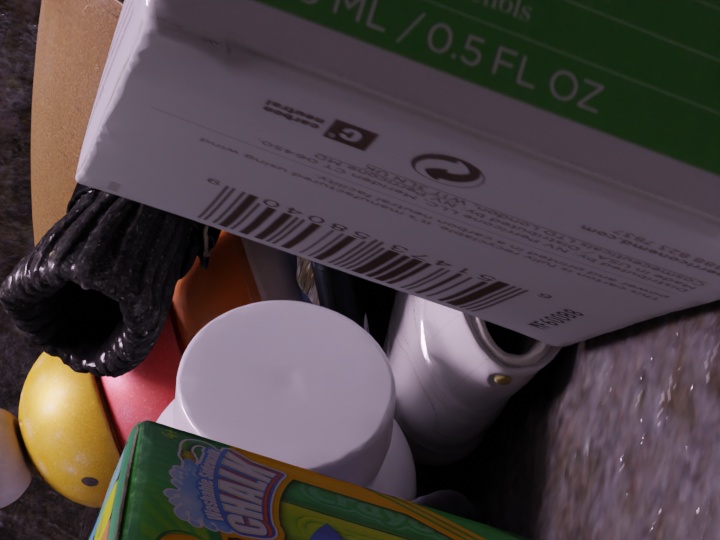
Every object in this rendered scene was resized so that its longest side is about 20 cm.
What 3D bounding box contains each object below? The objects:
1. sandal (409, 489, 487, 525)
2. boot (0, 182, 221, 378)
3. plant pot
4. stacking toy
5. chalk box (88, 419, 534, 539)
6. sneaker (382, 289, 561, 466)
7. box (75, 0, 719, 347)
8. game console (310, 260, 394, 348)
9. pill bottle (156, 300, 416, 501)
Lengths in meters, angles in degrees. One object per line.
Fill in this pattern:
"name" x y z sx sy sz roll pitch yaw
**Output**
"sandal" 0.008 0.164 0.654 0.043 0.076 0.201 41 128 30
"boot" -0.084 -0.060 0.690 0.158 0.079 0.212 -56 -16 -30
"plant pot" -0.103 -0.070 0.917 0.187 0.185 0.201 -90 21 -61
"stacking toy" -0.108 0.067 0.800 0.146 0.199 0.147 160 90 -88
"chalk box" -0.041 0.136 0.533 0.125 0.199 0.125 -103 33 -70
"sneaker" 0.055 -0.031 0.703 0.116 0.073 0.201 127 149 -58
"box" 0.033 -0.093 0.539 0.200 0.198 0.172 147 140 -72
"game console" 0.000 0.000 0.781 0.177 0.031 0.201 -80 -18 -53
"pill bottle" -0.035 0.109 0.692 0.201 0.110 0.111 97 -179 -47
